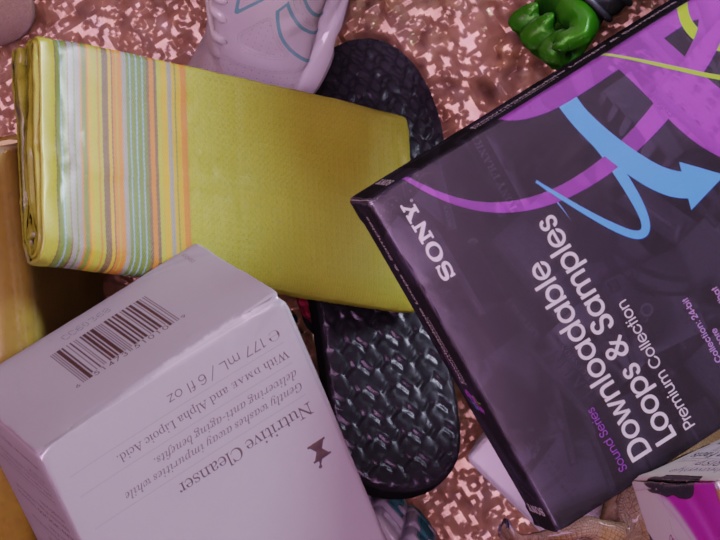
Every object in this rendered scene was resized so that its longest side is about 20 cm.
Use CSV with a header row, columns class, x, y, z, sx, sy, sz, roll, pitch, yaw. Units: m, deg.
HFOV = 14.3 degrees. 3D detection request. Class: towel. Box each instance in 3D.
class,x,y,z,sx,sy,sz,roll,pitch,yaw
towel,-0.054,-0.034,1.124,0.018,0.199,0.087,-12,75,44

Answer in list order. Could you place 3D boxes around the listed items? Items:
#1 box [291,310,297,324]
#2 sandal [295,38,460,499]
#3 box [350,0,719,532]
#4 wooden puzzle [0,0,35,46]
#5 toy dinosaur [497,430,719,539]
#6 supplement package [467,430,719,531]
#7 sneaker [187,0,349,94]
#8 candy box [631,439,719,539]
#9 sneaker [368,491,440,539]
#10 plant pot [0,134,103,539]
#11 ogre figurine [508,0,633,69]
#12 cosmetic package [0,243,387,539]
class,x,y,z,sx,sy,sz,roll,pitch,yaw
box,-0.081,0.109,1.215,0.070,0.064,0.201,12,92,5
sandal,0.000,0.000,1.210,0.075,0.045,0.201,-1,75,-16
box,0.116,-0.016,1.056,0.200,0.036,0.143,-32,97,-8
wooden puzzle,-0.250,-0.174,1.240,0.184,0.046,0.201,-16,93,5
toy dinosaur,0.112,0.072,1.104,0.101,0.058,0.201,21,86,-9
supplement package,0.153,0.102,1.173,0.200,0.110,0.114,44,93,3
sneaker,-0.036,-0.129,1.156,0.080,0.200,0.071,9,47,-29
candy box,0.212,0.105,1.058,0.199,0.061,0.137,-22,96,-26
sneaker,0.016,0.168,1.205,0.091,0.078,0.200,-38,86,8
plant pot,-0.201,0.056,1.168,0.193,0.196,0.201,-9,96,5
ogre figurine,0.174,-0.108,1.174,0.200,0.098,0.120,25,92,39
cosmetic package,-0.054,0.106,1.085,0.113,0.081,0.201,-33,118,-16
